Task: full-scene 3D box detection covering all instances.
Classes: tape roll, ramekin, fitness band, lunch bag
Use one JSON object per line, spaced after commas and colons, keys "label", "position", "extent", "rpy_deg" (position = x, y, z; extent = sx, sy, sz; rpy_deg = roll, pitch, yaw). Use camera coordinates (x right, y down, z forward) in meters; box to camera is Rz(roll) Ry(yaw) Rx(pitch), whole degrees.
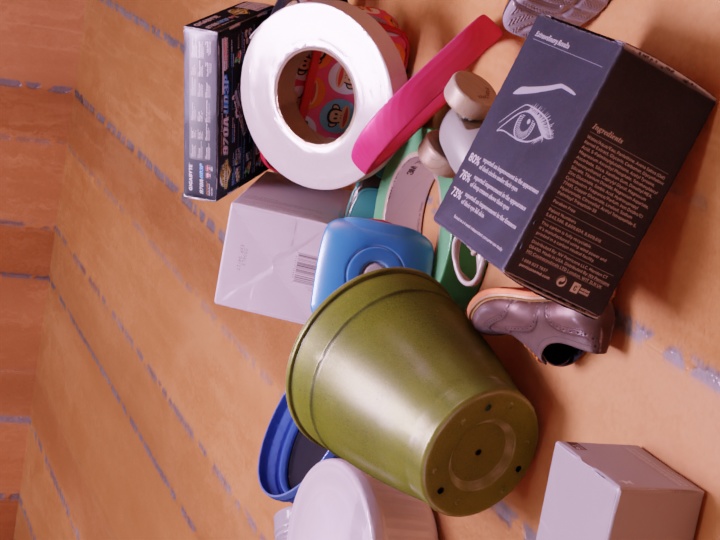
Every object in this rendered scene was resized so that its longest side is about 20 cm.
{"label": "tape roll", "position": [-0.040, -0.188, 1.640], "extent": [0.202, 0.037, 0.204], "rpy_deg": [10, 109, 32]}
{"label": "ramekin", "position": [0.005, 0.300, 1.609], "extent": [0.202, 0.094, 0.204], "rpy_deg": [-22, 65, 60]}
{"label": "fitness band", "position": [0.063, -0.175, 1.510], "extent": [0.200, 0.037, 0.144], "rpy_deg": [-46, -2, -19]}
{"label": "lunch bag", "position": [-0.047, -0.207, 1.745], "extent": [0.082, 0.175, 0.201], "rpy_deg": [-114, 34, -57]}
{"label": "tape roll", "position": [0.072, -0.047, 1.595], "extent": [0.200, 0.048, 0.202], "rpy_deg": [-175, 90, -68]}

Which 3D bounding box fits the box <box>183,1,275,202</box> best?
{"label": "box", "position": [-0.149, -0.197, 1.772], "extent": [0.159, 0.046, 0.201], "rpy_deg": [-41, -42, -59]}

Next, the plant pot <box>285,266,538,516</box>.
{"label": "plant pot", "position": [0.062, 0.126, 1.432], "extent": [0.193, 0.199, 0.202], "rpy_deg": [37, 120, 50]}

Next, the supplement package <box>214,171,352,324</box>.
{"label": "supplement package", "position": [-0.083, -0.030, 1.775], "extent": [0.200, 0.119, 0.122], "rpy_deg": [-62, -16, -74]}

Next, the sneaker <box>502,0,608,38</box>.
{"label": "sneaker", "position": [0.191, -0.297, 1.344], "extent": [0.200, 0.077, 0.113], "rpy_deg": [-43, 42, 43]}

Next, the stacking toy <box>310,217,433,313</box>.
{"label": "stacking toy", "position": [0.000, 0.000, 1.597], "extent": [0.200, 0.115, 0.111], "rpy_deg": [-162, 83, -81]}

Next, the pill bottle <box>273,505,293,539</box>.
{"label": "pill bottle", "position": [-0.052, 0.370, 1.726], "extent": [0.109, 0.108, 0.201], "rpy_deg": [129, 140, -54]}

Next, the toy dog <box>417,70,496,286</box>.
{"label": "toy dog", "position": [0.135, -0.091, 1.431], "extent": [0.132, 0.096, 0.201], "rpy_deg": [-37, 64, 51]}

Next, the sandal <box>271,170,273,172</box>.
{"label": "sandal", "position": [-0.094, -0.155, 1.978], "extent": [0.070, 0.077, 0.214], "rpy_deg": [18, 107, 61]}

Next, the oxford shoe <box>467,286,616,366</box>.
{"label": "oxford shoe", "position": [0.153, 0.050, 1.353], "extent": [0.200, 0.071, 0.074], "rpy_deg": [164, 105, -65]}

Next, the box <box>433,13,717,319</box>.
{"label": "box", "position": [0.168, -0.088, 1.233], "extent": [0.201, 0.104, 0.148], "rpy_deg": [-62, 27, 8]}

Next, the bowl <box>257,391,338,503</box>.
{"label": "bowl", "position": [-0.045, 0.175, 1.751], "extent": [0.201, 0.039, 0.201], "rpy_deg": [-45, 26, 29]}

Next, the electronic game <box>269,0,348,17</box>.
{"label": "electronic game", "position": [-0.066, -0.266, 1.837], "extent": [0.041, 0.200, 0.202], "rpy_deg": [17, 106, 23]}

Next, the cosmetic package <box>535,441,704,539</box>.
{"label": "cosmetic package", "position": [0.191, 0.244, 1.204], "extent": [0.107, 0.090, 0.201], "rpy_deg": [-141, 62, -63]}

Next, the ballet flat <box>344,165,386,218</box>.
{"label": "ballet flat", "position": [0.026, -0.102, 1.714], "extent": [0.070, 0.067, 0.201], "rpy_deg": [-76, 0, -71]}
